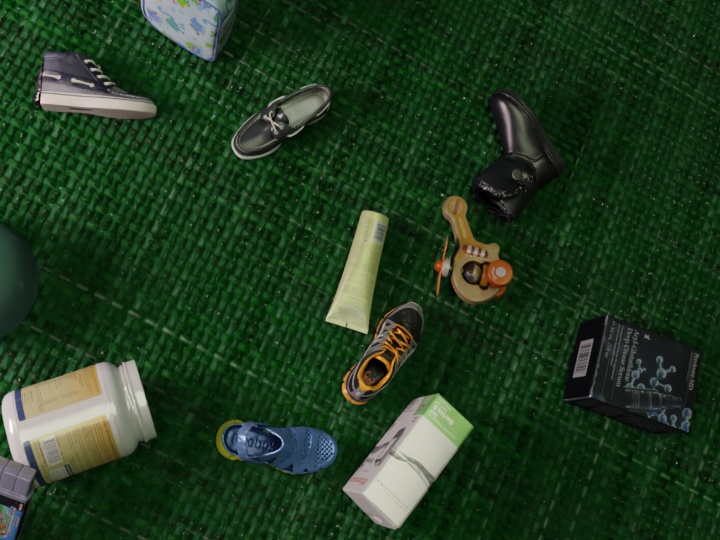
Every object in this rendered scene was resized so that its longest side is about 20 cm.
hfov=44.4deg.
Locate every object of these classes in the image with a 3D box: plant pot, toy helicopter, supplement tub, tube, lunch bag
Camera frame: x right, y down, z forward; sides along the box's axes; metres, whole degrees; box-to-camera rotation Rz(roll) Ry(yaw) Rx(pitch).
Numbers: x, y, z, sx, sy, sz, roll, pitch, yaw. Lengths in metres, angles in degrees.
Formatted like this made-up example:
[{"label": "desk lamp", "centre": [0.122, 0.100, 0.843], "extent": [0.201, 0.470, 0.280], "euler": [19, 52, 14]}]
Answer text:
[{"label": "plant pot", "centre": [-0.590, 0.000, 1.307], "extent": [0.196, 0.161, 0.205], "euler": [3, 78, -13]}, {"label": "toy helicopter", "centre": [0.180, -0.035, 1.558], "extent": [0.130, 0.079, 0.204], "euler": [-14, 72, -6]}, {"label": "supplement tub", "centre": [-0.415, 0.223, 1.314], "extent": [0.196, 0.144, 0.147], "euler": [-17, 83, -16]}, {"label": "tube", "centre": [0.000, 0.000, 1.512], "extent": [0.057, 0.052, 0.204], "euler": [7, 78, 31]}, {"label": "lunch bag", "centre": [-0.283, -0.443, 1.446], "extent": [0.159, 0.200, 0.083], "euler": [30, 73, -5]}]

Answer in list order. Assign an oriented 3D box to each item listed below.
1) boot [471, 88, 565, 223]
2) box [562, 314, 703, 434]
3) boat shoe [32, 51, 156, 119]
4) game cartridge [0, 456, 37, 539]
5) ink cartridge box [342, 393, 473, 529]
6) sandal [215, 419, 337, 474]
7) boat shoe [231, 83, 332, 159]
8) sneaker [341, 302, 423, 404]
[{"label": "boot", "centre": [0.260, -0.207, 1.595], "extent": [0.168, 0.076, 0.201], "euler": [-39, 96, -21]}, {"label": "box", "centre": [0.480, 0.187, 1.557], "extent": [0.197, 0.107, 0.151], "euler": [19, 75, -10]}, {"label": "boat shoe", "centre": [-0.432, -0.306, 1.447], "extent": [0.196, 0.075, 0.095], "euler": [5, 86, -12]}, {"label": "game cartridge", "centre": [-0.541, 0.340, 1.254], "extent": [0.128, 0.039, 0.202], "euler": [24, 118, -4]}, {"label": "ink cartridge box", "centre": [0.074, 0.304, 1.416], "extent": [0.084, 0.145, 0.201], "euler": [42, 73, -2]}, {"label": "sandal", "centre": [-0.129, 0.281, 1.404], "extent": [0.196, 0.087, 0.081], "euler": [7, 76, -14]}, {"label": "boat shoe", "centre": [-0.135, -0.263, 1.519], "extent": [0.199, 0.060, 0.076], "euler": [-38, 90, -17]}, {"label": "sneaker", "centre": [0.048, 0.138, 1.478], "extent": [0.078, 0.077, 0.201], "euler": [36, 72, -3]}]
